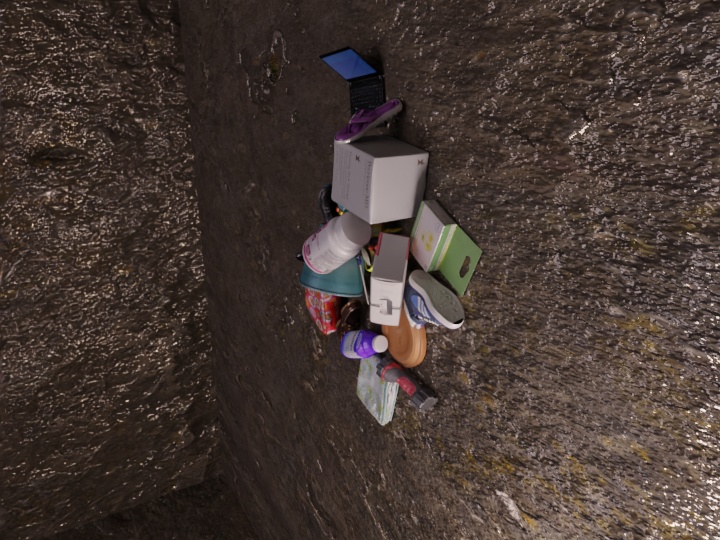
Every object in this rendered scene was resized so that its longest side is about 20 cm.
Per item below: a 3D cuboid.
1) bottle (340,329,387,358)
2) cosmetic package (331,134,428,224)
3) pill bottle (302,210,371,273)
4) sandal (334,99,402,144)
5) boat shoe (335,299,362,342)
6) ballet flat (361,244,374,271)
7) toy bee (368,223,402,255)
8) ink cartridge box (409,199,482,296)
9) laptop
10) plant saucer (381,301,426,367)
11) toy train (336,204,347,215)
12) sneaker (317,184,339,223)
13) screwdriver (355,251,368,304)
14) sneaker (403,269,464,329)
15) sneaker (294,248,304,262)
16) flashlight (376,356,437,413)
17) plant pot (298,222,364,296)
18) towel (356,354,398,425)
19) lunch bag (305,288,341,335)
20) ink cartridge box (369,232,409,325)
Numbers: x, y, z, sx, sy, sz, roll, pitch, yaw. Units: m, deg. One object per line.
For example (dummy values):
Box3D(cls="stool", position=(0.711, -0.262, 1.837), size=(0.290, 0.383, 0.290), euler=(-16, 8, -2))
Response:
Box3D(cls="bottle", position=(0.011, 0.220, 1.737), size=(0.199, 0.065, 0.085), euler=(-13, 57, 60))
Box3D(cls="cosmetic package", position=(0.045, -0.238, 1.476), size=(0.200, 0.164, 0.170), euler=(37, 130, 49))
Box3D(cls="pill bottle", position=(-0.063, -0.075, 1.551), size=(0.199, 0.112, 0.115), euler=(-31, 72, 50))
Box3D(cls="sandal", position=(0.012, -0.383, 1.454), size=(0.082, 0.201, 0.050), euler=(35, 155, 53))
Box3D(cls="boat shoe", position=(-0.030, 0.166, 1.848), size=(0.201, 0.069, 0.071), euler=(110, 146, -56))
Box3D(cls="ballet flat", position=(0.025, -0.093, 1.660), size=(0.066, 0.066, 0.204), euler=(-7, 93, 52))
Box3D(cls="toy bee", position=(0.054, -0.084, 1.572), size=(0.130, 0.109, 0.202), euler=(-27, 81, 14))
Box3D(cls="ink cartridge box", position=(0.195, -0.053, 1.394), size=(0.201, 0.047, 0.147), euler=(57, 144, 39))
Box3D(cls="laptop", position=(-0.023, -0.487, 1.577), size=(0.176, 0.102, 0.204), euler=(18, 115, 58))
Box3D(cls="plant saucer", position=(0.114, 0.173, 1.631), size=(0.200, 0.032, 0.204), euler=(31, 127, 54))
Box3D(cls="toy train", position=(-0.019, -0.244, 1.712), size=(0.200, 0.055, 0.153), euler=(144, 125, -63))
Box3D(cls="sneaker", position=(-0.083, -0.172, 1.835), size=(0.082, 0.072, 0.203), euler=(33, 138, 48))
Box3D(cls="screwdriver", position=(0.000, 0.000, 1.670), size=(0.028, 0.029, 0.204), euler=(-6, 93, 45))
Box3D(cls="sneaker", position=(0.179, 0.108, 1.456), size=(0.200, 0.080, 0.148), euler=(50, 148, 37))
Box3D(cls="sneaker", position=(-0.130, -0.031, 1.862), size=(0.075, 0.199, 0.089), euler=(-28, 78, 26))
Box3D(cls="flashlight", position=(0.121, 0.317, 1.608), size=(0.200, 0.067, 0.068), euler=(40, 105, 47))
Box3D(cls="plant pot", position=(-0.071, -0.039, 1.744), size=(0.199, 0.197, 0.191), euler=(24, 105, 56))
Box3D(cls="towel", position=(0.048, 0.353, 1.794), size=(0.171, 0.048, 0.203), euler=(45, 136, 45))
Box3D(cls="lunch bag", position=(-0.120, 0.112, 1.953), size=(0.176, 0.081, 0.202), euler=(49, 150, 44))
Box3D(cls="ink cartridge box", position=(0.073, 0.026, 1.486), size=(0.201, 0.083, 0.147), euler=(93, -172, -55))
